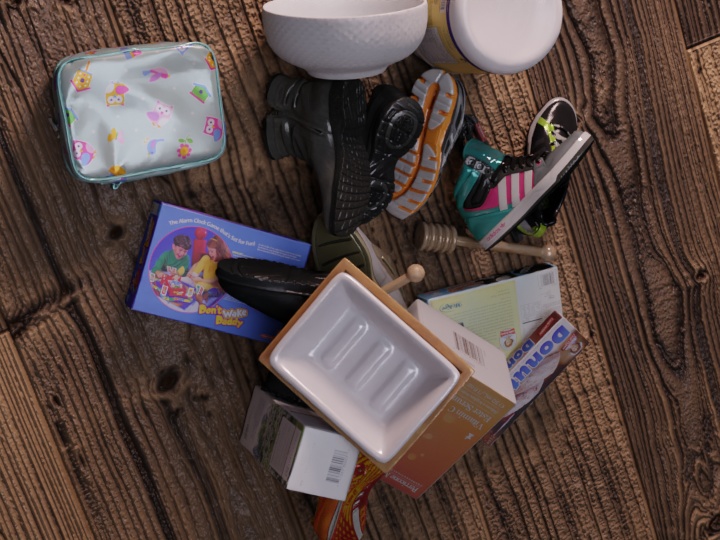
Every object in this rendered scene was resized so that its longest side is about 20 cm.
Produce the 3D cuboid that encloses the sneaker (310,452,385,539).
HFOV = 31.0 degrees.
[{"bbox_3d":[-0.014,0.249,1.594,0.073,0.077,0.201,10,112,-41],"label":"sneaker"}]

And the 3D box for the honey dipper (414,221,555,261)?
[{"bbox_3d":[0.169,-0.035,1.726,0.199,0.038,0.038,6,96,-21],"label":"honey dipper"}]

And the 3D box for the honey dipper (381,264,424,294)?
[{"bbox_3d":[-0.005,0.044,1.624,0.200,0.038,0.038,-32,112,22],"label":"honey dipper"}]

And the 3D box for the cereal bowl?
[{"bbox_3d":[-0.017,-0.277,1.542,0.199,0.200,0.084,-11,112,-19],"label":"cereal bowl"}]

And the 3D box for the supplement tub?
[{"bbox_3d":[0.140,-0.313,1.592,0.145,0.200,0.146,-3,100,-20],"label":"supplement tub"}]

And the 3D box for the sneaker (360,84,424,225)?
[{"bbox_3d":[0.010,-0.143,1.639,0.076,0.091,0.200,18,113,-34],"label":"sneaker"}]

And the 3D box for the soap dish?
[{"bbox_3d":[0.008,0.108,1.501,0.200,0.081,0.157,41,96,6],"label":"soap dish"}]

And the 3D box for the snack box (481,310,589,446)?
[{"bbox_3d":[0.219,0.147,1.763,0.200,0.024,0.072,-47,126,4],"label":"snack box"}]

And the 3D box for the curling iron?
[{"bbox_3d":[0.171,-0.122,1.732,0.049,0.026,0.200,-28,114,7],"label":"curling iron"}]

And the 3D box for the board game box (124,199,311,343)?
[{"bbox_3d":[-0.174,0.004,1.603,0.199,0.045,0.135,16,92,-23],"label":"board game box"}]

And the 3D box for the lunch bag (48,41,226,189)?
[{"bbox_3d":[-0.262,-0.182,1.523,0.199,0.077,0.161,-11,104,-19],"label":"lunch bag"}]

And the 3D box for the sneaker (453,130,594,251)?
[{"bbox_3d":[0.191,-0.133,1.652,0.121,0.084,0.200,47,111,6],"label":"sneaker"}]

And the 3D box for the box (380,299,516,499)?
[{"bbox_3d":[0.072,0.165,1.649,0.152,0.107,0.200,31,116,-23],"label":"box"}]

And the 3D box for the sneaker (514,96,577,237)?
[{"bbox_3d":[0.259,-0.135,1.721,0.071,0.083,0.201,21,79,-26],"label":"sneaker"}]

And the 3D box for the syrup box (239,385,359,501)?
[{"bbox_3d":[-0.076,0.208,1.590,0.081,0.200,0.079,16,93,-22],"label":"syrup box"}]

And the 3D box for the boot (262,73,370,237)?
[{"bbox_3d":[-0.058,-0.142,1.588,0.068,0.130,0.201,-2,93,-55],"label":"boot"}]

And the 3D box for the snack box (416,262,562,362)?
[{"bbox_3d":[0.179,0.068,1.756,0.199,0.037,0.117,-13,105,-19],"label":"snack box"}]

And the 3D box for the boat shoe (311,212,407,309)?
[{"bbox_3d":[0.000,0.000,1.657,0.074,0.068,0.200,-17,117,23],"label":"boat shoe"}]

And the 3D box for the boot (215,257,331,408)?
[{"bbox_3d":[-0.089,0.078,1.586,0.197,0.073,0.163,10,110,-7],"label":"boot"}]

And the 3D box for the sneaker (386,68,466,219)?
[{"bbox_3d":[0.088,-0.158,1.664,0.077,0.078,0.201,-12,128,-61],"label":"sneaker"}]
